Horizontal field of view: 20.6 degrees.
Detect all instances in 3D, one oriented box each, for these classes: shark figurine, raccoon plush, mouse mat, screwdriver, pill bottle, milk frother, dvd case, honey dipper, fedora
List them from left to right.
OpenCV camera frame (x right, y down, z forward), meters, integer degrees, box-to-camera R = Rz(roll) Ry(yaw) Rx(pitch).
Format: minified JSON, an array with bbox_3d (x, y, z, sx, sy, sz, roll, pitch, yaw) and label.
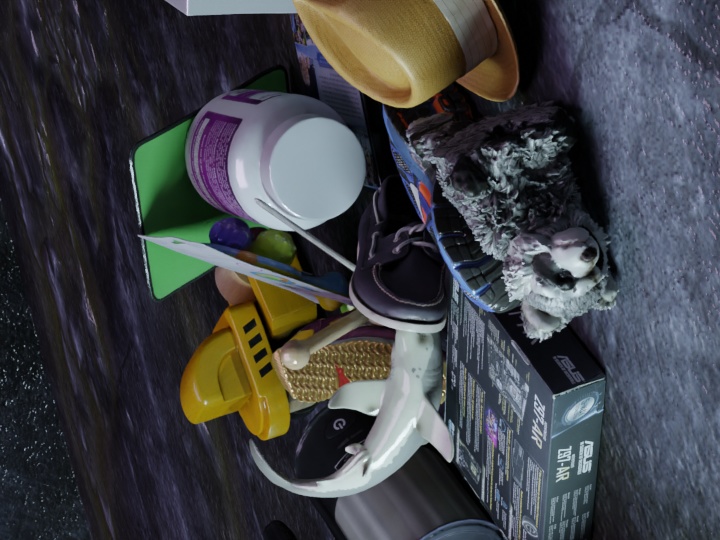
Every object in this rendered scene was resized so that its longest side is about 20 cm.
[{"bbox_3d":[-0.126,-0.079,1.770,0.007,0.200,0.162,21,130,35],"label":"mouse mat"},{"bbox_3d":[-0.068,-0.092,1.645,0.200,0.111,0.113,-160,55,-68],"label":"pill bottle"},{"bbox_3d":[-0.020,-0.167,1.647,0.143,0.017,0.202,-156,53,-66],"label":"dvd case"},{"bbox_3d":[-0.010,0.042,1.557,0.038,0.200,0.038,9,109,26],"label":"honey dipper"},{"bbox_3d":[0.000,0.000,1.556,0.199,0.028,0.029,37,156,-8],"label":"screwdriver"},{"bbox_3d":[0.018,0.133,1.554,0.215,0.089,0.128,-46,64,22],"label":"shark figurine"},{"bbox_3d":[0.018,-0.173,1.336,0.200,0.082,0.201,43,164,15],"label":"fedora"},{"bbox_3d":[0.038,0.240,1.695,0.200,0.181,0.188,34,-168,-41],"label":"milk frother"},{"bbox_3d":[0.107,-0.038,1.321,0.200,0.096,0.135,-123,11,-74],"label":"raccoon plush"}]

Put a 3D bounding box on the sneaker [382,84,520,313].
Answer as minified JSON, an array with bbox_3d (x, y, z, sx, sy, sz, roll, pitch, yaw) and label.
[{"bbox_3d":[0.074,-0.049,1.420,0.079,0.075,0.201,84,169,-55],"label":"sneaker"}]

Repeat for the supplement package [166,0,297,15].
[{"bbox_3d":[-0.118,-0.290,1.630,0.200,0.119,0.122,-141,50,-59],"label":"supplement package"}]

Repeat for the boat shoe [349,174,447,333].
[{"bbox_3d":[0.030,-0.015,1.501,0.200,0.072,0.063,-99,19,-66],"label":"boat shoe"}]

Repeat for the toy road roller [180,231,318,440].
[{"bbox_3d":[-0.114,0.066,1.922,0.123,0.145,0.201,130,121,-68],"label":"toy road roller"}]

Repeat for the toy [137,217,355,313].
[{"bbox_3d":[-0.079,-0.012,1.718,0.115,0.199,0.048,6,75,55],"label":"toy"}]

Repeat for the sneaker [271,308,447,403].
[{"bbox_3d":[0.017,0.064,1.668,0.199,0.090,0.075,3,124,43],"label":"sneaker"}]

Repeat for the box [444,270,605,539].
[{"bbox_3d":[0.116,0.106,1.455,0.160,0.043,0.201,-126,26,-44],"label":"box"}]
